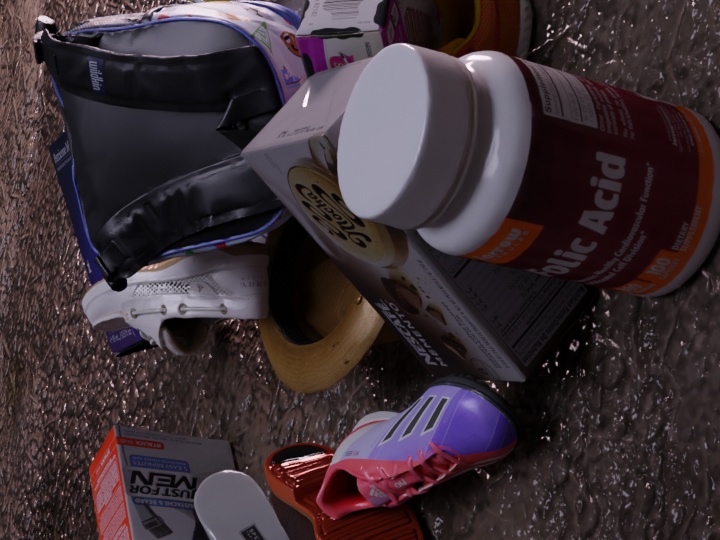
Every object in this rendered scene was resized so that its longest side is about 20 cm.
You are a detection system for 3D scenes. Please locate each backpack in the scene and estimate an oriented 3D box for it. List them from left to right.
[{"bbox_3d":[-0.106,-0.100,1.209,0.190,0.154,0.201,-2,110,36],"label":"backpack"}]

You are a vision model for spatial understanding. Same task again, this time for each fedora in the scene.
[{"bbox_3d":[0.000,0.000,1.250,0.200,0.081,0.202,-30,54,52],"label":"fedora"}]

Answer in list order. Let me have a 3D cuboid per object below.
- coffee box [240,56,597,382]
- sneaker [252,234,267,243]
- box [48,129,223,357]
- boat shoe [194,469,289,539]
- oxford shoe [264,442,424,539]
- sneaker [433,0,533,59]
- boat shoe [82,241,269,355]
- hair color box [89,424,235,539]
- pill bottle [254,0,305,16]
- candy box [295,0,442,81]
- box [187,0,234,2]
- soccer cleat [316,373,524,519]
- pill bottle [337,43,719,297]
[{"bbox_3d":[0.036,-0.029,1.063,0.080,0.200,0.113,-48,21,-22],"label":"coffee box"},{"bbox_3d":[-0.059,-0.131,1.432,0.114,0.072,0.202,-40,57,45],"label":"sneaker"},{"bbox_3d":[-0.176,-0.043,1.480,0.148,0.104,0.201,-26,82,65],"label":"box"},{"bbox_3d":[-0.065,0.239,1.308,0.064,0.070,0.200,81,162,-47],"label":"boat shoe"},{"bbox_3d":[-0.005,0.193,1.224,0.200,0.071,0.073,-139,39,-58],"label":"oxford shoe"},{"bbox_3d":[0.075,-0.107,1.159,0.073,0.077,0.201,-37,50,49],"label":"sneaker"},{"bbox_3d":[-0.143,0.031,1.316,0.199,0.071,0.070,-17,79,46],"label":"boat shoe"},{"bbox_3d":[-0.149,0.226,1.411,0.064,0.110,0.201,-56,36,36],"label":"hair color box"},{"bbox_3d":[-0.032,-0.215,1.357,0.113,0.112,0.201,-46,42,45],"label":"pill bottle"},{"bbox_3d":[0.015,-0.172,1.179,0.137,0.061,0.201,74,-160,-45],"label":"candy box"},{"bbox_3d":[-0.106,-0.150,1.328,0.075,0.050,0.201,-107,13,-68],"label":"box"},{"bbox_3d":[0.037,0.121,1.128,0.073,0.068,0.200,-48,10,-29],"label":"soccer cleat"},{"bbox_3d":[0.095,-0.057,0.967,0.114,0.199,0.115,-31,53,54],"label":"pill bottle"}]
